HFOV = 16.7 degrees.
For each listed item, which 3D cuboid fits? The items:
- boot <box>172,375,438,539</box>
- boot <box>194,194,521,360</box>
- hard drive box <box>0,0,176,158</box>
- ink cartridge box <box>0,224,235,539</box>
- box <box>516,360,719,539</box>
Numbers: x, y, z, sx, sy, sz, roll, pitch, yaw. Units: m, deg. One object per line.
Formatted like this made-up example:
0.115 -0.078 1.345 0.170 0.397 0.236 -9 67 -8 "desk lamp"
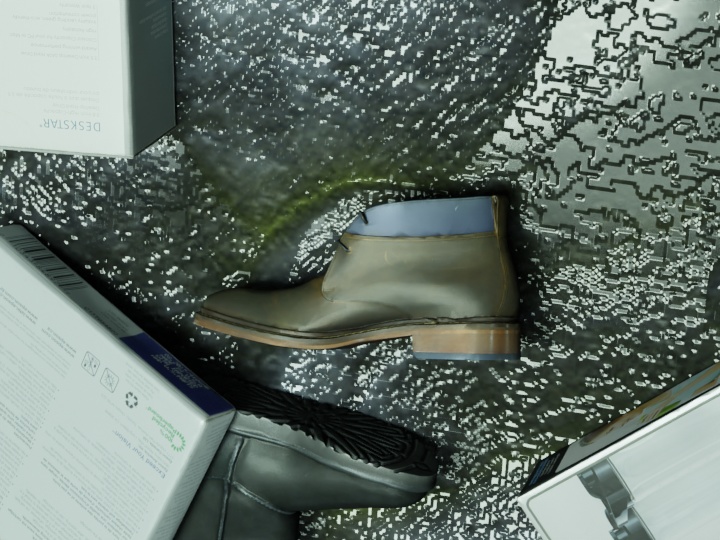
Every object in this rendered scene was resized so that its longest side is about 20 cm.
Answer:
-0.046 0.181 1.505 0.165 0.066 0.200 19 109 19 "boot"
0.000 0.000 1.442 0.199 0.075 0.097 3 91 15 "boot"
-0.194 -0.174 1.427 0.155 0.077 0.201 6 109 15 "hard drive box"
-0.192 0.108 1.512 0.200 0.041 0.200 39 115 22 "ink cartridge box"
0.205 0.124 1.413 0.200 0.060 0.117 -30 97 24 "box"
